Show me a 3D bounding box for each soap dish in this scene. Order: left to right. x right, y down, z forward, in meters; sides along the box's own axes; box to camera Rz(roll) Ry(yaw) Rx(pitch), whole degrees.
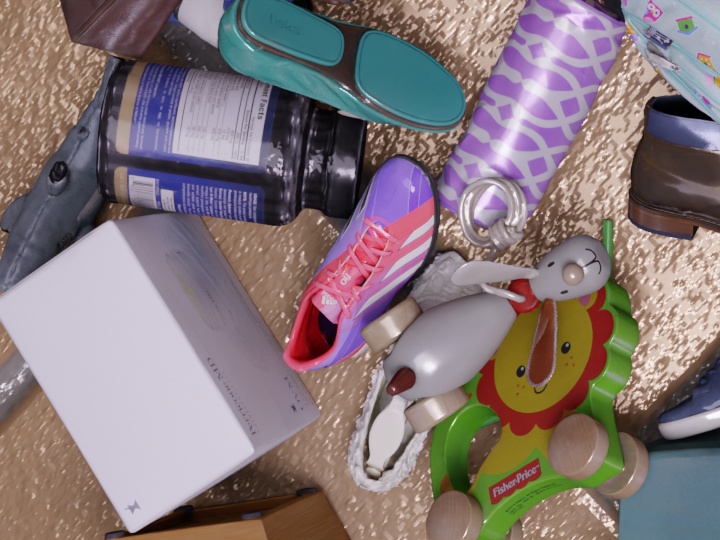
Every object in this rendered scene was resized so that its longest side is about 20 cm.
[{"bbox_3d":[-0.105,0.223,1.585,0.156,0.200,0.082,-9,89,15],"label":"soap dish"}]

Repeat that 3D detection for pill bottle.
[{"bbox_3d":[-0.097,-0.095,1.595,0.198,0.112,0.113,8,97,2],"label":"pill bottle"}]

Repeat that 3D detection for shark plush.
[{"bbox_3d":[-0.225,-0.070,1.651,0.091,0.083,0.200,40,103,8],"label":"shark plush"}]

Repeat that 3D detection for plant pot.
[{"bbox_3d":[0.295,0.183,1.512,0.198,0.141,0.143,6,96,23],"label":"plant pot"}]

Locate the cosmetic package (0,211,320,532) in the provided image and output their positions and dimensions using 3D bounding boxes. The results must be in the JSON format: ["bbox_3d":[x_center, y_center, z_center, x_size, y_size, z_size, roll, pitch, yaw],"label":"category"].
[{"bbox_3d":[-0.150,0.070,1.583,0.122,0.200,0.200,-33,87,15],"label":"cosmetic package"}]

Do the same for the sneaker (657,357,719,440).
[{"bbox_3d":[0.296,0.049,1.534,0.199,0.075,0.085,-32,87,5],"label":"sneaker"}]

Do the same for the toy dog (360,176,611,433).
[{"bbox_3d":[0.082,0.041,1.504,0.132,0.096,0.201,37,109,3],"label":"toy dog"}]

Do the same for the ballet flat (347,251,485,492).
[{"bbox_3d":[0.044,0.085,1.605,0.071,0.072,0.202,23,99,12],"label":"ballet flat"}]

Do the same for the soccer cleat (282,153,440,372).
[{"bbox_3d":[0.000,0.000,1.566,0.068,0.073,0.201,41,130,17],"label":"soccer cleat"}]

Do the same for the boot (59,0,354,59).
[{"bbox_3d":[-0.123,-0.212,1.559,0.187,0.064,0.200,48,115,4],"label":"boot"}]

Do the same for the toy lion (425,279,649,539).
[{"bbox_3d":[0.128,0.098,1.548,0.200,0.068,0.193,-36,46,31],"label":"toy lion"}]

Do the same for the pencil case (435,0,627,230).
[{"bbox_3d":[0.125,-0.122,1.562,0.083,0.086,0.201,24,103,-28],"label":"pencil case"}]

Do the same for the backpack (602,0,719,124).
[{"bbox_3d":[0.276,-0.170,1.461,0.200,0.166,0.127,44,125,25],"label":"backpack"}]

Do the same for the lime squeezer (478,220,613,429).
[{"bbox_3d":[0.161,0.062,1.594,0.071,0.038,0.201,44,106,40],"label":"lime squeezer"}]

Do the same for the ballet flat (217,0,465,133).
[{"bbox_3d":[-0.018,-0.150,1.532,0.199,0.070,0.068,21,68,-22],"label":"ballet flat"}]

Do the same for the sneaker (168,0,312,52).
[{"bbox_3d":[-0.071,-0.247,1.606,0.115,0.081,0.200,39,109,5],"label":"sneaker"}]

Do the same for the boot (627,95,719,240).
[{"bbox_3d":[0.292,-0.072,1.508,0.198,0.075,0.098,5,122,15],"label":"boot"}]
